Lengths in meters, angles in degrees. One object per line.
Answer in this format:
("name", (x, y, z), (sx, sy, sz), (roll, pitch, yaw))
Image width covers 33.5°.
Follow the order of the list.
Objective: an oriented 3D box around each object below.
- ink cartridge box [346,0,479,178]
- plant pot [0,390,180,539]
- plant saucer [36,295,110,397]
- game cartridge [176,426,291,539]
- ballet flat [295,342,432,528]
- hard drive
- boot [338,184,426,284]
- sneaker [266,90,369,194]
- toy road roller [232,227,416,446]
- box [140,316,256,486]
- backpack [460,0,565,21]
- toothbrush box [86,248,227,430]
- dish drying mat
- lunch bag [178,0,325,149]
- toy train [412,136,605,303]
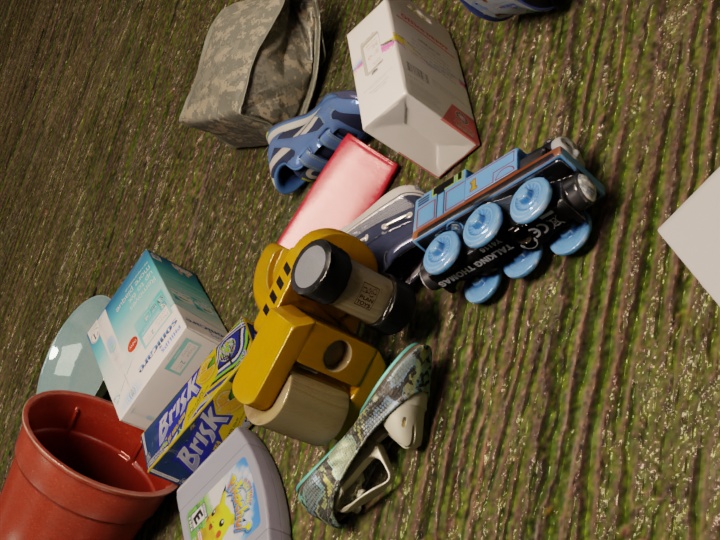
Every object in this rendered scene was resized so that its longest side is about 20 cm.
("ink cartridge box", (0.053, -0.210, 1.296), (0.067, 0.116, 0.201), (-38, 40, 30))
("plant pot", (-0.339, 0.278, 1.403), (0.196, 0.200, 0.201), (-61, 34, 15))
("plant saucer", (-0.383, 0.134, 1.671), (0.201, 0.039, 0.202), (-31, 44, 36))
("game cartridge", (-0.134, 0.268, 1.273), (0.133, 0.040, 0.200), (-44, 39, 17))
("ballet flat", (0.020, 0.163, 1.138), (0.200, 0.074, 0.074), (-54, 36, 13))
("hard drive", (0.335, -0.062, 0.920), (0.200, 0.026, 0.132), (-48, 37, 18))
("boot", (0.000, 0.000, 1.253), (0.200, 0.073, 0.091), (-43, 33, 23))
("sneaker", (-0.039, -0.150, 1.413), (0.200, 0.074, 0.083), (-24, 53, 48))
("toy road roller", (-0.052, 0.056, 1.178), (0.146, 0.123, 0.201), (27, 90, 53))
("box", (-0.162, 0.153, 1.355), (0.200, 0.070, 0.064), (-49, 35, 16))
("backpack", (0.136, -0.350, 1.227), (0.154, 0.190, 0.201), (3, 65, 58))
("toothbrush box", (-0.252, 0.091, 1.498), (0.147, 0.085, 0.200), (-53, 37, 12))
("dish drying mat", (-0.038, -0.052, 1.355), (0.077, 0.018, 0.201), (33, 95, 12))
("lunch bag", (-0.132, -0.270, 1.568), (0.164, 0.117, 0.201), (2, 73, 53))
("toy train", (0.134, -0.052, 1.117), (0.200, 0.087, 0.115), (-32, 39, 35))
